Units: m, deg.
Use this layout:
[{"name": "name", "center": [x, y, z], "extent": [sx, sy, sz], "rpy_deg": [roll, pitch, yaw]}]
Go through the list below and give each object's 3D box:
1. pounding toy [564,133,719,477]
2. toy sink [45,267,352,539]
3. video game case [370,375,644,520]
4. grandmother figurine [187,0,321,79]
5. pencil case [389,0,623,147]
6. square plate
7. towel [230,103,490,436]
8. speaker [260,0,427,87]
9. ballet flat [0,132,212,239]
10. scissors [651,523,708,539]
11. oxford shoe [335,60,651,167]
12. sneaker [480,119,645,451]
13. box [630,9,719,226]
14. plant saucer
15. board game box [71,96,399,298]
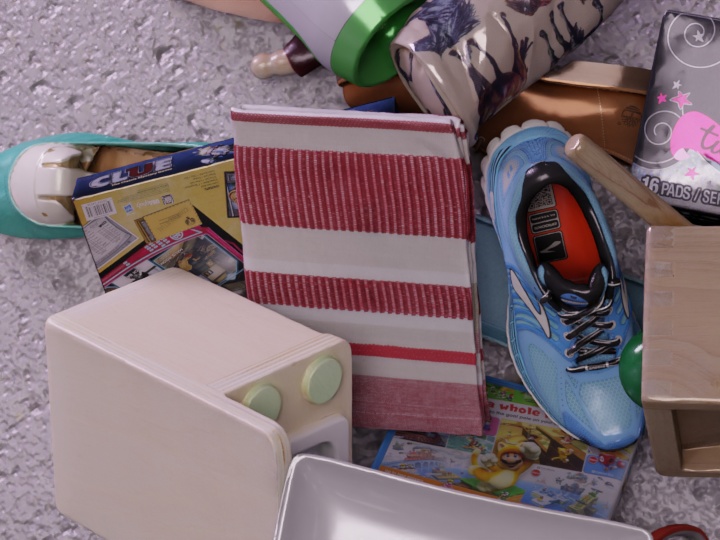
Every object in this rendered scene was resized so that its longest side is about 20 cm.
[{"name": "pounding toy", "center": [0.216, 0.024, 1.537], "extent": [0.200, 0.184, 0.142], "rpy_deg": [1, 71, 9]}, {"name": "toy sink", "center": [-0.075, 0.098, 1.607], "extent": [0.200, 0.112, 0.130], "rpy_deg": [23, 124, 41]}, {"name": "video game case", "center": [0.071, 0.142, 1.626], "extent": [0.143, 0.018, 0.200], "rpy_deg": [14, 47, 13]}, {"name": "grandmother figurine", "center": [-0.038, -0.175, 1.726], "extent": [0.200, 0.061, 0.121], "rpy_deg": [15, 97, 16]}, {"name": "pencil case", "center": [0.105, -0.156, 1.620], "extent": [0.200, 0.089, 0.078], "rpy_deg": [-41, 39, -11]}, {"name": "square plate", "center": [0.040, 0.214, 1.496], "extent": [0.200, 0.028, 0.198], "rpy_deg": [12, 87, 2]}, {"name": "towel", "center": [0.000, 0.000, 1.625], "extent": [0.144, 0.023, 0.200], "rpy_deg": [4, 115, 20]}, {"name": "speaker", "center": [-0.043, -0.199, 1.663], "extent": [0.088, 0.088, 0.200], "rpy_deg": [-47, 68, 5]}, {"name": "ballet flat", "center": [-0.157, -0.055, 1.733], "extent": [0.200, 0.070, 0.067], "rpy_deg": [0, 84, 13]}, {"name": "scissors", "center": [0.144, 0.187, 1.589], "extent": [0.014, 0.200, 0.073], "rpy_deg": [-8, 87, 41]}, {"name": "oxford shoe", "center": [0.081, -0.093, 1.686], "extent": [0.200, 0.071, 0.071], "rpy_deg": [6, 90, 11]}, {"name": "sneaker", "center": [0.118, 0.017, 1.610], "extent": [0.078, 0.090, 0.200], "rpy_deg": [-19, 106, 1]}, {"name": "box", "center": [0.267, -0.073, 1.609], "extent": [0.200, 0.132, 0.115], "rpy_deg": [11, 89, 13]}, {"name": "plant saucer", "center": [0.076, 0.003, 1.661], "extent": [0.200, 0.019, 0.070], "rpy_deg": [22, 106, -9]}, {"name": "board game box", "center": [-0.058, -0.015, 1.686], "extent": [0.200, 0.035, 0.136], "rpy_deg": [-14, 114, 7]}]
